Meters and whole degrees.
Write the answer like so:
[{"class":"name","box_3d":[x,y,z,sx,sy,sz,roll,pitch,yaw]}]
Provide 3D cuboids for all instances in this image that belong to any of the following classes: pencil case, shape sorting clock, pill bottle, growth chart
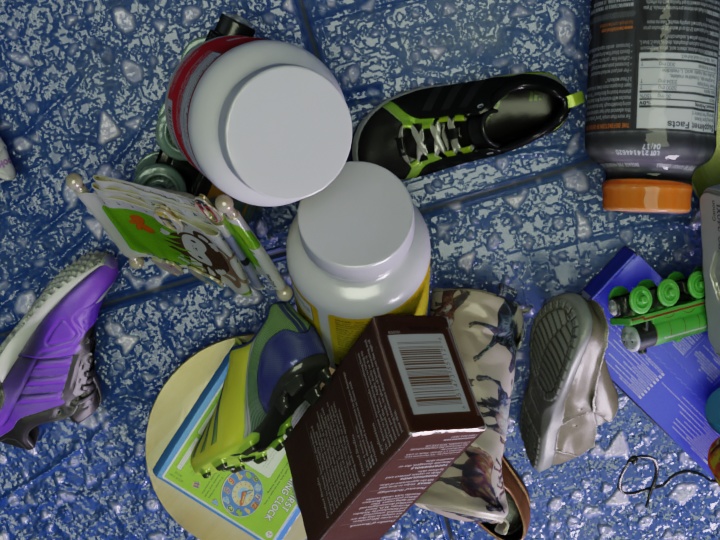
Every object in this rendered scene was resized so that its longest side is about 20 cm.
[{"class":"pencil case","box_3d":[0.093,0.114,0.948,0.088,0.078,0.203,7,71,0]},{"class":"shape sorting clock","box_3d":[-0.093,0.155,1.015,0.197,0.039,0.203,-1,98,-5]},{"class":"pill bottle","box_3d":[0.000,0.000,0.894,0.111,0.201,0.114,-1,66,1]},{"class":"pill bottle","box_3d":[-0.073,-0.108,0.808,0.111,0.200,0.114,-4,104,-17]},{"class":"pill bottle","box_3d":[0.234,-0.147,0.912,0.104,0.106,0.203,2,93,-1]},{"class":"growth chart","box_3d":[-0.141,-0.025,0.892,0.018,0.198,0.145,-60,140,-24]}]

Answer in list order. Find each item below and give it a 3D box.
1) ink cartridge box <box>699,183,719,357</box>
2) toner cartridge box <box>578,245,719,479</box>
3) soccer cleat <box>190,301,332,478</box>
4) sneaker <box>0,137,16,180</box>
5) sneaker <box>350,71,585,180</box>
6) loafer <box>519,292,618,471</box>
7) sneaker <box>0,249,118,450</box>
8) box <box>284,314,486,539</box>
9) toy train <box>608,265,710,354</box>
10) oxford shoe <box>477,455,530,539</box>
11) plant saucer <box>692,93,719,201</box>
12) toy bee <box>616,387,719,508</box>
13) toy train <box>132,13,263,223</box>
[{"class":"ink cartridge box","box_3d":[0.382,-0.012,0.909,0.197,0.083,0.147,-15,108,-15]},{"class":"toner cartridge box","box_3d":[0.273,0.082,1.001,0.200,0.043,0.095,44,98,-8]},{"class":"soccer cleat","box_3d":[-0.089,0.101,0.931,0.200,0.064,0.084,-50,61,41]},{"class":"sneaker","box_3d":[-0.381,-0.055,0.956,0.199,0.075,0.100,-37,98,7]},{"class":"sneaker","box_3d":[0.085,-0.124,0.940,0.197,0.083,0.073,-18,100,3]},{"class":"loafer","box_3d":[0.182,0.092,0.962,0.069,0.076,0.201,-7,139,-10]},{"class":"sneaker","box_3d":[-0.258,0.076,0.991,0.099,0.070,0.200,39,103,-14]},{"class":"box","box_3d":[0.013,0.131,0.894,0.074,0.101,0.200,1,145,-30]},{"class":"toy train","box_3d":[0.292,0.025,0.955,0.197,0.042,0.057,-13,94,-23]},{"class":"oxford shoe","box_3d":[0.085,0.159,1.003,0.071,0.071,0.200,-42,97,9]},{"class":"plant saucer","box_3d":[0.367,-0.122,0.968,0.197,0.031,0.203,0,102,0]},{"class":"toy bee","box_3d":[0.330,0.154,0.935,0.130,0.109,0.201,27,105,-32]},{"class":"toy train","box_3d":[-0.116,-0.107,0.947,0.113,0.085,0.202,22,101,-14]}]
